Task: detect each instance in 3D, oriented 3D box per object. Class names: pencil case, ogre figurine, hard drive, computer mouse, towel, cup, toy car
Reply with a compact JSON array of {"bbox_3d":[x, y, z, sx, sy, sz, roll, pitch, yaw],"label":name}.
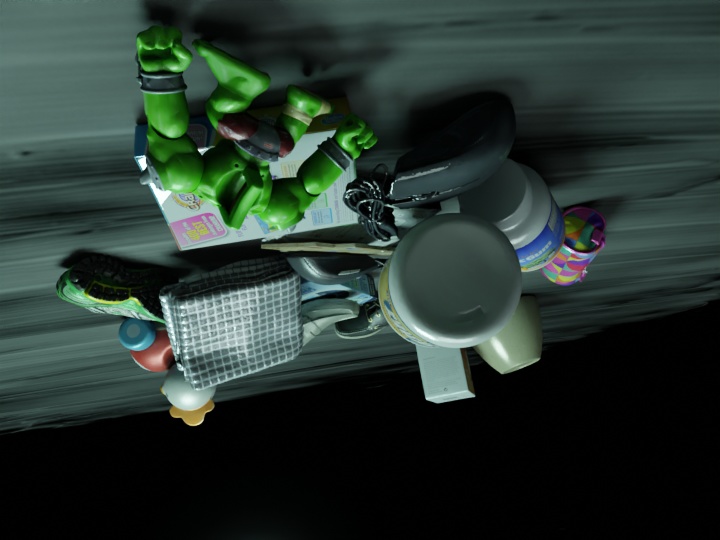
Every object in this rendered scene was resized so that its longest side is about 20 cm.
[{"bbox_3d":[0.354,-0.036,1.037,0.088,0.089,0.200,-12,163,7],"label":"pencil case"},{"bbox_3d":[-0.093,-0.102,0.502,0.200,0.098,0.120,8,114,-53],"label":"ogre figurine"},{"bbox_3d":[-0.013,-0.071,0.805,0.199,0.038,0.140,1,159,-34],"label":"hard drive"},{"bbox_3d":[0.085,-0.097,0.642,0.200,0.053,0.139,-35,159,2],"label":"computer mouse"},{"bbox_3d":[-0.182,0.076,0.919,0.199,0.086,0.166,-16,127,-24],"label":"towel"},{"bbox_3d":[0.365,0.168,1.523,0.199,0.144,0.200,-18,160,-7],"label":"cup"},{"bbox_3d":[0.000,0.000,0.897,0.199,0.046,0.140,2,179,-43],"label":"computer mouse"},{"bbox_3d":[-0.340,0.191,1.164,0.176,0.201,0.184,-10,162,2],"label":"toy car"}]

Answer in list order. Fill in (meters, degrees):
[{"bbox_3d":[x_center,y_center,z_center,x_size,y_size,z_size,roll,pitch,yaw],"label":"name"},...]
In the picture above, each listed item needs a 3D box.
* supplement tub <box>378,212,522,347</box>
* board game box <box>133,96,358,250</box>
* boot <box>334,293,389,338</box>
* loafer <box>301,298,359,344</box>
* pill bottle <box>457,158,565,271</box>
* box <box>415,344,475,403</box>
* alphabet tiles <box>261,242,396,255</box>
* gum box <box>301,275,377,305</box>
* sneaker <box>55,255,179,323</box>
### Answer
[{"bbox_3d":[0.097,0.019,0.741,0.144,0.145,0.200,-9,173,-4],"label":"supplement tub"},{"bbox_3d":[-0.104,-0.092,0.626,0.199,0.040,0.153,-9,148,-4],"label":"board game box"},{"bbox_3d":[0.038,0.065,1.195,0.203,0.074,0.154,-17,160,0],"label":"boot"},{"bbox_3d":[-0.096,0.094,1.063,0.199,0.070,0.070,-13,162,11],"label":"loafer"},{"bbox_3d":[0.192,-0.071,0.792,0.112,0.113,0.200,-18,161,23],"label":"pill bottle"},{"bbox_3d":[0.208,0.217,1.541,0.106,0.201,0.152,-13,162,14],"label":"box"},{"bbox_3d":[-0.031,-0.029,0.856,0.167,0.008,0.200,0,178,38],"label":"alphabet tiles"},{"bbox_3d":[-0.091,0.036,1.079,0.169,0.045,0.200,-18,161,23],"label":"gum box"},{"bbox_3d":[-0.339,0.030,0.901,0.085,0.078,0.200,-14,154,33],"label":"sneaker"}]
